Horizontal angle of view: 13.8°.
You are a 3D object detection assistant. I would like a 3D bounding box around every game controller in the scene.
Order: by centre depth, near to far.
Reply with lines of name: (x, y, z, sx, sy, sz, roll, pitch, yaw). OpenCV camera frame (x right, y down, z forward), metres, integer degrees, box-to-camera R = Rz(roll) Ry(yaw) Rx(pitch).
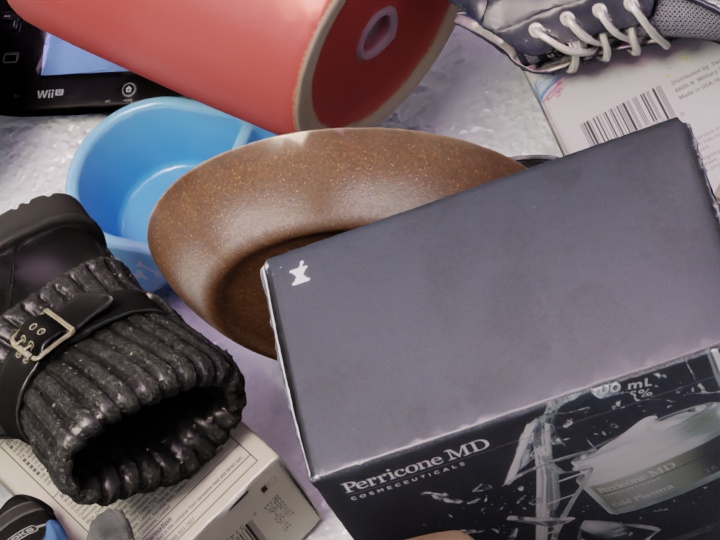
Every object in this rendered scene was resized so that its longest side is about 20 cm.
game controller: (-0.117, -0.133, 1.619, 0.200, 0.042, 0.104, -2, 59, 20)

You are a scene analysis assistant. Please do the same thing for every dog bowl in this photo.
dog bowl: (-0.064, -0.032, 1.533, 0.200, 0.050, 0.112, 11, 64, 26)

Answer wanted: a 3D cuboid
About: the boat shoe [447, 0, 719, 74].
boat shoe: (0.124, -0.122, 1.411, 0.200, 0.075, 0.093, 32, 81, 40)

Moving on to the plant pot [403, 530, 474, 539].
plant pot: (0.108, 0.191, 1.264, 0.174, 0.200, 0.200, -15, 54, -10)

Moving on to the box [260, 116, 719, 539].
box: (0.086, 0.057, 1.334, 0.200, 0.197, 0.124, -19, 55, 8)

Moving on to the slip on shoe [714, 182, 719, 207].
slip on shoe: (0.239, 0.028, 1.349, 0.200, 0.076, 0.061, 34, 97, 2)

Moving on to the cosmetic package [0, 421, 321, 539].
cosmetic package: (-0.126, 0.085, 1.469, 0.104, 0.073, 0.200, -43, 55, -9)

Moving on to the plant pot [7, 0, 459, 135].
plant pot: (-0.052, -0.163, 1.487, 0.177, 0.200, 0.200, 35, 76, 22)

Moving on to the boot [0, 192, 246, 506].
boot: (-0.174, 0.066, 1.400, 0.211, 0.079, 0.158, -36, 54, -7)

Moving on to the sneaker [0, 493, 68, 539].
sneaker: (-0.209, 0.176, 1.426, 0.200, 0.071, 0.083, -37, 42, 24)

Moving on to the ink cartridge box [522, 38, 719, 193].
ink cartridge box: (0.162, -0.095, 1.468, 0.147, 0.086, 0.200, -25, 54, 5)

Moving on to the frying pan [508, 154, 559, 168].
frying pan: (0.013, -0.024, 1.413, 0.190, 0.115, 0.031, -10, 77, -27)

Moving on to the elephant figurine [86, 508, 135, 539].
elephant figurine: (-0.042, 0.215, 1.317, 0.200, 0.142, 0.155, 14, 98, -4)

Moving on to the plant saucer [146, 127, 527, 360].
plant saucer: (0.000, 0.000, 1.386, 0.200, 0.200, 0.037, -9, 59, 15)
